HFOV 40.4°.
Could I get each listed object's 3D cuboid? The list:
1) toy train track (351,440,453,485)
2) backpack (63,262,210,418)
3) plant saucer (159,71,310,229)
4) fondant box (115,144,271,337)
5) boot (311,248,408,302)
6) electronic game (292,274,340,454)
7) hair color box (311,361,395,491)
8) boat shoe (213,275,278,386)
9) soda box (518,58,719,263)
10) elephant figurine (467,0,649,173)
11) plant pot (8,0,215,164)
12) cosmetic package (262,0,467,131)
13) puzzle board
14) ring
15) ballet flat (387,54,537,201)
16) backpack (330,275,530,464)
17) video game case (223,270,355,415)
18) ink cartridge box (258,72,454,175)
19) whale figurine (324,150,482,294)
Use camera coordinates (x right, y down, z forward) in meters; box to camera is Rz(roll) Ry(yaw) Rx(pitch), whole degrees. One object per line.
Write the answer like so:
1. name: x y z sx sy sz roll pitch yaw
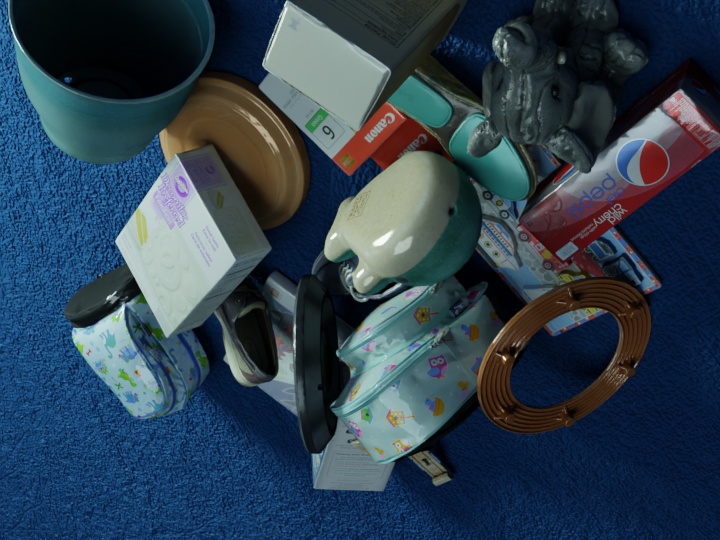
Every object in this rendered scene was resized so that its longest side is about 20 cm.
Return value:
1. toy train track: 0.066 0.229 1.224 0.114 0.033 0.200 -27 135 16
2. backpack: -0.303 0.106 1.358 0.163 0.154 0.200 -20 125 34
3. plant saucer: -0.152 -0.132 1.135 0.199 0.032 0.201 17 131 21
4. fondant box: -0.202 -0.031 1.151 0.200 0.058 0.145 -42 74 44
5. boot: 0.000 0.000 1.100 0.200 0.090 0.073 -27 107 43
6. electronic game: -0.052 0.104 1.099 0.041 0.200 0.201 -3 125 6
7. hair color box: 0.002 0.203 1.254 0.099 0.061 0.201 4 135 -13
8. boat shoe: -0.146 0.046 1.216 0.065 0.072 0.201 -13 94 49
9. soda box: 0.236 -0.094 0.878 0.063 0.070 0.200 43 130 -6
10. elephant figurine: 0.147 -0.144 0.814 0.141 0.200 0.155 -27 108 42
11. plant pot: -0.270 -0.214 1.044 0.200 0.200 0.188 38 150 0
12. cosmetic package: 0.013 -0.216 0.843 0.105 0.200 0.071 35 136 4
13. puzzle board: 0.190 -0.028 1.010 0.200 0.017 0.151 48 134 -9
14. ring: 0.211 0.093 0.992 0.019 0.199 0.201 -124 25 -48
15. ballet flat: 0.097 -0.149 0.940 0.200 0.071 0.071 38 136 -4
16. backpack: 0.060 0.105 1.049 0.153 0.200 0.176 45 150 -6
17. video game case: -0.077 0.115 1.289 0.182 0.023 0.200 36 136 3
18. ink cartridge box: 0.002 -0.159 1.001 0.200 0.050 0.109 45 135 -5
19. whale figurine: 0.042 -0.041 0.977 0.104 0.160 0.200 30 160 -26
